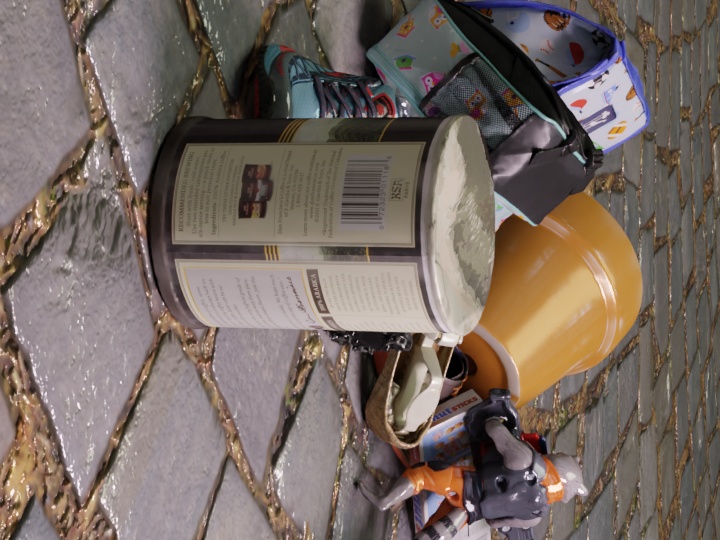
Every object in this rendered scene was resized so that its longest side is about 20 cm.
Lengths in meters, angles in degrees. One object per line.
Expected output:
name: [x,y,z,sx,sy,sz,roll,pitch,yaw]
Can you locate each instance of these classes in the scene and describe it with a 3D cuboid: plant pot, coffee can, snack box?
plant pot: [0.138,0.040,1.760,0.183,0.199,0.202,-44,134,-42]
coffee can: [-0.022,-0.031,1.264,0.146,0.198,0.148,1,90,-70]
snack box: [0.083,0.200,1.724,0.071,0.024,0.201,-23,134,-19]

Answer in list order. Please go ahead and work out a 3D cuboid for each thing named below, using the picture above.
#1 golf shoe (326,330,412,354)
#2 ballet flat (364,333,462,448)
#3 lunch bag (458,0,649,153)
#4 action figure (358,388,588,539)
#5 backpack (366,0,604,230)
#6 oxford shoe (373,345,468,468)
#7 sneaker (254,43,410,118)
golf shoe: [0.000,0.000,1.510,0.200,0.077,0.095,59,37,-58]
ballet flat: [0.060,0.064,1.595,0.065,0.070,0.202,48,-51,54]
lunch bag: [0.168,-0.175,1.790,0.170,0.198,0.125,46,48,-64]
action figure: [0.113,0.218,1.658,0.105,0.192,0.201,-111,-179,-58]
backpack: [0.093,-0.137,1.628,0.201,0.153,0.176,58,16,21]
oxford shoe: [0.062,0.112,1.690,0.071,0.072,0.201,-68,151,-46]
sneaker: [-0.016,-0.130,1.429,0.200,0.095,0.080,-2,92,-70]
